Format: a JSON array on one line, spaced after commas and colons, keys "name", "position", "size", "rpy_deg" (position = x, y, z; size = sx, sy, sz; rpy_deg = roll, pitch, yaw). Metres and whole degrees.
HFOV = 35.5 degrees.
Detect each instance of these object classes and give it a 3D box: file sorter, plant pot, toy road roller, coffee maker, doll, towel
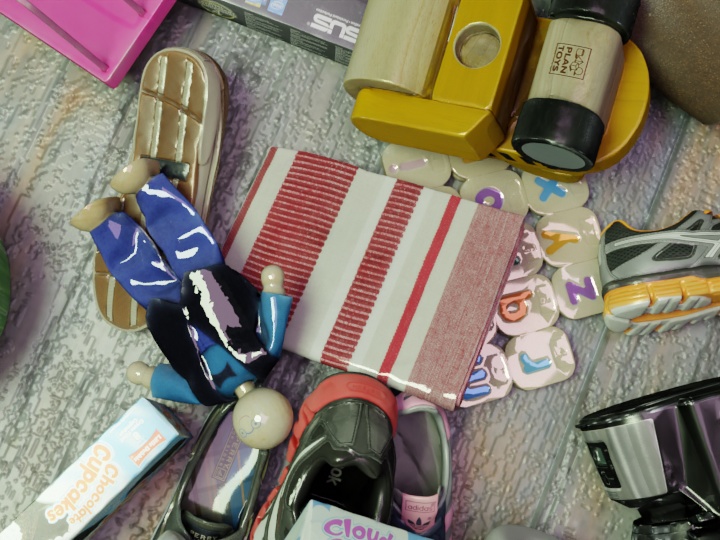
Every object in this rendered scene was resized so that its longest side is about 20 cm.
[{"name": "file sorter", "position": [-0.185, -0.259, 0.756], "size": [0.138, 0.125, 0.201], "rpy_deg": [33, 88, 24]}, {"name": "plant pot", "position": [0.230, -0.212, 0.801], "size": [0.186, 0.187, 0.201], "rpy_deg": [-37, 100, -9]}, {"name": "toy road roller", "position": [0.101, -0.128, 0.785], "size": [0.198, 0.146, 0.124], "rpy_deg": [14, 81, 20]}, {"name": "coffee maker", "position": [0.259, 0.174, 0.769], "size": [0.190, 0.134, 0.202], "rpy_deg": [-8, 83, -29]}, {"name": "doll", "position": [-0.110, 0.031, 0.739], "size": [0.136, 0.048, 0.201], "rpy_deg": [-39, 82, 18]}, {"name": "towel", "position": [0.000, 0.000, 0.780], "size": [0.198, 0.023, 0.145], "rpy_deg": [18, 70, 16]}]

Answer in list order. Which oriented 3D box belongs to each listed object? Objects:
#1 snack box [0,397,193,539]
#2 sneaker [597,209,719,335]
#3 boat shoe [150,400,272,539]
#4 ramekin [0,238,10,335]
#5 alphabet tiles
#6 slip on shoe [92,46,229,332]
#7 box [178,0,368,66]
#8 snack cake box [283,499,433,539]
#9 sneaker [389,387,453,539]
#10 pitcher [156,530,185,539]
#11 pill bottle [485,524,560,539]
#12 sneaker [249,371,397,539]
[{"name": "snack box", "position": [-0.195, 0.166, 0.729], "size": [0.200, 0.116, 0.037], "rpy_deg": [-44, 87, -9]}, {"name": "sneaker", "position": [0.264, -0.008, 0.813], "size": [0.198, 0.078, 0.078], "rpy_deg": [-5, 61, -13]}, {"name": "boat shoe", "position": [-0.107, 0.174, 0.764], "size": [0.068, 0.057, 0.202], "rpy_deg": [18, 80, -2]}, {"name": "ramekin", "position": [-0.332, 0.009, 0.752], "size": [0.198, 0.098, 0.202], "rpy_deg": [1, 82, -4]}, {"name": "alphabet tiles", "position": [0.086, -0.007, 0.827], "size": [0.194, 0.015, 0.202], "rpy_deg": [-15, 83, -9]}, {"name": "slip on shoe", "position": [-0.136, -0.056, 0.796], "size": [0.075, 0.061, 0.202], "rpy_deg": [13, 98, 14]}, {"name": "box", "position": [-0.046, -0.255, 0.838], "size": [0.198, 0.049, 0.163], "rpy_deg": [21, 84, 0]}, {"name": "snack cake box", "position": [-0.017, 0.231, 0.685], "size": [0.114, 0.201, 0.068], "rpy_deg": [22, 44, -9]}, {"name": "sneaker", "position": [0.030, 0.178, 0.760], "size": [0.069, 0.082, 0.202], "rpy_deg": [-2, 82, -8]}, {"name": "pitcher", "position": [-0.178, 0.242, 0.656], "size": [0.121, 0.200, 0.172], "rpy_deg": [37, 102, 3]}, {"name": "pill bottle", "position": [0.090, 0.277, 0.722], "size": [0.112, 0.112, 0.201], "rpy_deg": [26, 98, 0]}, {"name": "sneaker", "position": [-0.028, 0.168, 0.721], "size": [0.070, 0.098, 0.202], "rpy_deg": [16, 112, -10]}]
